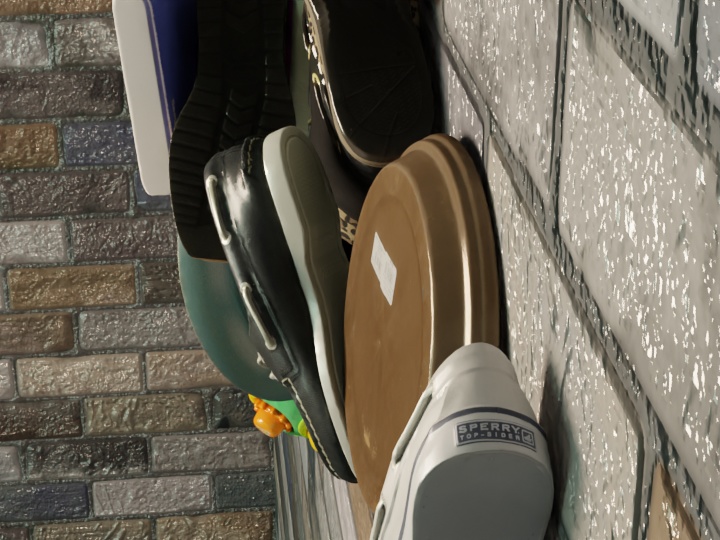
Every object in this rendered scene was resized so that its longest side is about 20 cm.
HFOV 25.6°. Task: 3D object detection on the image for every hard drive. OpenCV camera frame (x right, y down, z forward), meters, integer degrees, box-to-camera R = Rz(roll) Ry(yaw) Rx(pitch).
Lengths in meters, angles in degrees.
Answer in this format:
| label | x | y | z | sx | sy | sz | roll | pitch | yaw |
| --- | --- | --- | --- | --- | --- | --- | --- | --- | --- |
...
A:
| label | x | y | z | sx | sy | sz | roll | pitch | yaw |
| --- | --- | --- | --- | --- | --- | --- | --- | --- | --- |
| hard drive | -0.117 | -0.153 | 1.056 | 0.201 | 0.025 | 0.133 | -73 | -21 | -61 |

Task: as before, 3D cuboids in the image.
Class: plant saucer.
| label | x | y | z | sx | sy | sz | roll | pitch | yaw |
| --- | --- | --- | --- | --- | --- | --- | --- | --- | --- |
| plant saucer | 0.023 | 0.034 | 0.767 | 0.200 | 0.029 | 0.203 | -177 | 90 | -77 |
| plant saucer | -0.048 | -0.010 | 1.107 | 0.199 | 0.027 | 0.203 | 8 | -100 | -51 |

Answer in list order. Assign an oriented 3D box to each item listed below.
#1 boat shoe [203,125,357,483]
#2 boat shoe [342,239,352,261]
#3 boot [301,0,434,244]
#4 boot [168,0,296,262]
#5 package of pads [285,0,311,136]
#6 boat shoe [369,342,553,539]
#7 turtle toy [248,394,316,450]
| label | x | y | z | sx | sy | sz | roll | pitch | yaw |
| --- | --- | --- | --- | --- | --- | --- | --- | --- | --- |
| boat shoe | -0.033 | 0.024 | 0.877 | 0.075 | 0.060 | 0.202 | -7 | -98 | -65 |
| boat shoe | 0.000 | 0.000 | 1.020 | 0.067 | 0.073 | 0.200 | -55 | 12 | 19 |
| boot | -0.002 | -0.124 | 0.914 | 0.151 | 0.072 | 0.202 | 100 | 161 | -66 |
| boot | -0.076 | -0.097 | 1.030 | 0.138 | 0.076 | 0.203 | 101 | 178 | -81 |
| package of pads | -0.020 | -0.198 | 1.067 | 0.201 | 0.067 | 0.156 | -98 | 9 | -45 |
| boat shoe | 0.039 | 0.114 | 0.649 | 0.066 | 0.073 | 0.201 | -92 | 13 | -47 |
| turtle toy | -0.066 | 0.071 | 1.484 | 0.146 | 0.100 | 0.202 | -103 | 12 | -61 |
